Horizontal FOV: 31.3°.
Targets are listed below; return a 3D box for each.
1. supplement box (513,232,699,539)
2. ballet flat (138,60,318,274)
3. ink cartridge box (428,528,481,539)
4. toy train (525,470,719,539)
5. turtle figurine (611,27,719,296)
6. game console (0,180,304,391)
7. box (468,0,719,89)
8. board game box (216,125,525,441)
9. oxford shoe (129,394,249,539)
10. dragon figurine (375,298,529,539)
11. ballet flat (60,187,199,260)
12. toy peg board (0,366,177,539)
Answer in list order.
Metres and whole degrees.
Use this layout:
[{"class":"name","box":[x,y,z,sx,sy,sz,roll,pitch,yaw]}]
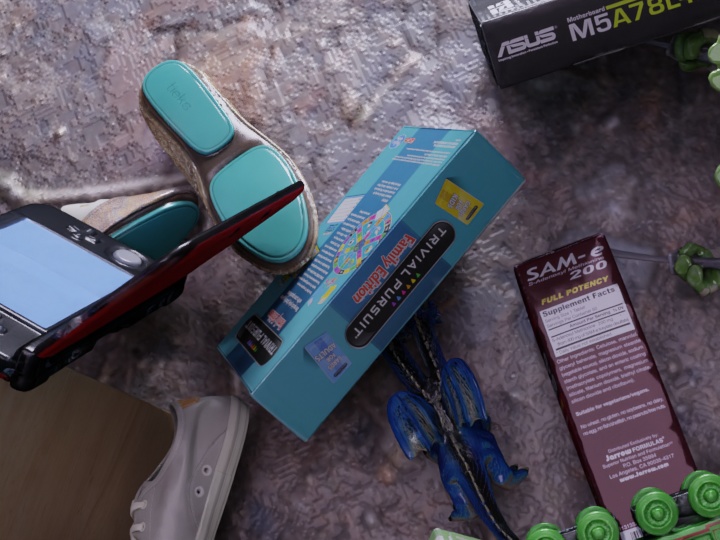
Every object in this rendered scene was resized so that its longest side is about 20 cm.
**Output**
[{"class":"supplement box","box":[0.154,0.091,0.766,0.060,0.109,0.202,-19,70,6]},{"class":"ballet flat","box":[-0.085,-0.066,0.886,0.070,0.065,0.201,-31,62,-6]},{"class":"ink cartridge box","box":[0.043,0.241,0.614,0.048,0.200,0.146,19,109,-19]},{"class":"toy train","box":[0.177,0.136,0.672,0.198,0.042,0.057,-20,83,5]},{"class":"turtle figurine","box":[0.203,-0.066,0.755,0.199,0.194,0.145,29,90,15]},{"class":"game console","box":[-0.154,-0.022,0.745,0.171,0.200,0.119,28,110,9]},{"class":"box","box":[0.165,-0.173,0.799,0.191,0.200,0.048,-15,104,8]},{"class":"board game box","box":[0.000,0.000,0.807,0.047,0.151,0.200,41,86,-15]},{"class":"oxford shoe","box":[-0.123,0.172,0.819,0.057,0.075,0.202,18,76,-11]},{"class":"dragon figurine","box":[0.053,0.094,0.773,0.059,0.100,0.201,-29,36,5]},{"class":"ballet flat","box":[-0.204,-0.005,0.900,0.200,0.068,0.067,-40,62,-2]},{"class":"toy peg board","box":[-0.231,0.153,0.800,0.097,0.199,0.202,13,77,32]}]
